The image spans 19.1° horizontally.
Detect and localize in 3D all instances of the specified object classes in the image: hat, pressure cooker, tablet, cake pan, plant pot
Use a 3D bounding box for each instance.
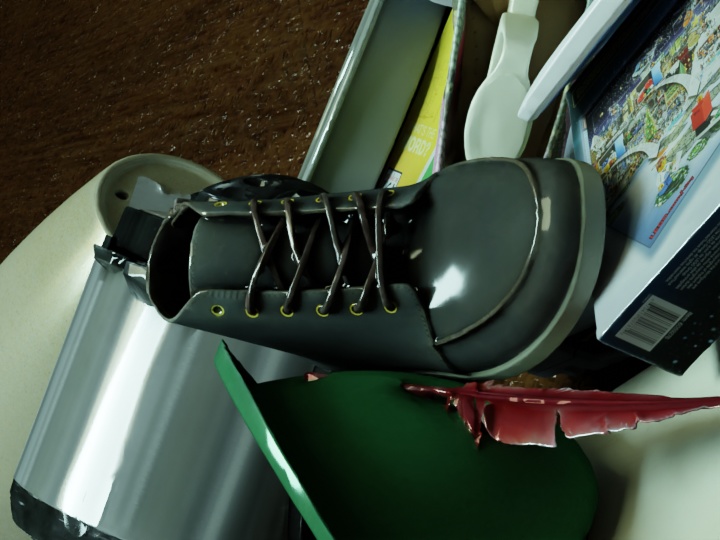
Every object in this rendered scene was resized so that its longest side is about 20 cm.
[{"bbox_3d":[0.067,0.058,0.778,0.176,0.166,0.200,-34,47,-1],"label":"hat"},{"bbox_3d":[-0.059,0.053,1.008,0.201,0.178,0.176,-69,16,-2],"label":"pressure cooker"},{"bbox_3d":[0.129,-0.139,0.825,0.130,0.014,0.200,-52,-4,39],"label":"tablet"},{"bbox_3d":[0.000,-0.084,1.143,0.200,0.037,0.201,-157,90,-86],"label":"cake pan"},{"bbox_3d":[-0.134,0.038,1.177,0.188,0.187,0.200,-88,21,-44],"label":"plant pot"}]

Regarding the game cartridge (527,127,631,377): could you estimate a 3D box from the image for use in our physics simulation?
[{"bbox_3d":[0.127,-0.039,0.828,0.200,0.040,0.134,-30,38,60],"label":"game cartridge"}]

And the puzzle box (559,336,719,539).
[{"bbox_3d":[0.101,0.099,0.762,0.200,0.025,0.134,-41,33,53],"label":"puzzle box"}]

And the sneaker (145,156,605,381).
[{"bbox_3d":[0.000,0.000,0.786,0.200,0.106,0.075,-25,58,57],"label":"sneaker"}]

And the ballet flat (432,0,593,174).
[{"bbox_3d":[0.064,-0.097,0.856,0.071,0.069,0.201,-33,-48,-87],"label":"ballet flat"}]

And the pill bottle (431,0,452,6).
[{"bbox_3d":[0.043,-0.207,0.990,0.111,0.111,0.200,-56,23,31],"label":"pill bottle"}]

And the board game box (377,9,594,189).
[{"bbox_3d":[0.077,-0.095,1.011,0.201,0.040,0.153,-67,19,2],"label":"board game box"}]

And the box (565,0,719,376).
[{"bbox_3d":[0.144,-0.079,0.717,0.200,0.038,0.137,-52,25,36],"label":"box"}]
